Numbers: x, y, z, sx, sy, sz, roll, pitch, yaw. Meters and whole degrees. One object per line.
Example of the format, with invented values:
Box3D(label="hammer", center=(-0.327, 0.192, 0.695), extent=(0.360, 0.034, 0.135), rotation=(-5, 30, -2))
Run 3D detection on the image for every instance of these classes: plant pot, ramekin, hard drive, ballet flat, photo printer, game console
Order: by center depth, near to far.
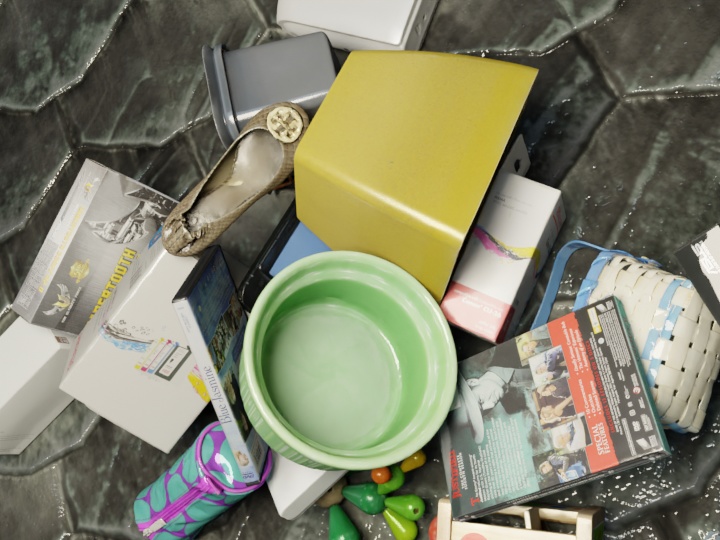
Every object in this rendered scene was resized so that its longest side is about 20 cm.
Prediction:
Box3D(label="ramekin", center=(-0.019, 0.092, 0.762), extent=(0.199, 0.098, 0.201), rotation=(7, 67, -16))
Box3D(label="plant pot", center=(0.042, -0.101, 0.806), extent=(0.176, 0.200, 0.200), rotation=(24, 68, 7))
Box3D(label="ballet flat", center=(-0.124, -0.092, 0.814), extent=(0.067, 0.046, 0.200), rotation=(44, 84, -2))
Box3D(label="game console", center=(0.000, 0.000, 0.867), extent=(0.116, 0.176, 0.200), rotation=(0, 53, 51))
Box3D(label="hard drive", center=(-0.067, 0.152, 0.892), extent=(0.132, 0.026, 0.200), rotation=(-44, 41, 8))
Box3D(label="photo printer", center=(-0.002, -0.351, 0.996), extent=(0.199, 0.069, 0.167), rotation=(20, 87, 24))

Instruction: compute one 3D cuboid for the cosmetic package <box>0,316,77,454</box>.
Box3D(label="cosmetic package", center=(-0.426, 0.142, 1.037), extent=(0.200, 0.113, 0.081), rotation=(-45, 67, 6))

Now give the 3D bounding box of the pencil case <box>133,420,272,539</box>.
Box3D(label="pencil case", center=(-0.175, 0.237, 0.886), extent=(0.085, 0.092, 0.200), rotation=(46, 132, 2))

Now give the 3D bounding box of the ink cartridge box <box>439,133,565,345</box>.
Box3D(label="ink cartridge box", center=(0.156, -0.026, 0.837), extent=(0.067, 0.116, 0.201), rotation=(23, 88, 18))

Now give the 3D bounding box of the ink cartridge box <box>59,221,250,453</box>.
Box3D(label="ink cartridge box", center=(-0.216, 0.068, 0.922), extent=(0.145, 0.147, 0.200), rotation=(37, 95, -19))

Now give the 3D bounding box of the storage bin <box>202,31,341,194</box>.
Box3D(label="storage bin", center=(-0.076, -0.176, 0.928), extent=(0.134, 0.200, 0.146), rotation=(-15, 74, 8))

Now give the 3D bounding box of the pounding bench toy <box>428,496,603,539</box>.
Box3D(label="pounding bench toy", center=(0.143, 0.320, 0.766), extent=(0.155, 0.124, 0.201), rotation=(0, 79, 21))

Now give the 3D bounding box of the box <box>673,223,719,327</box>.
Box3D(label="box", center=(0.360, 0.041, 0.698), extent=(0.044, 0.200, 0.161), rotation=(-39, 67, 32))

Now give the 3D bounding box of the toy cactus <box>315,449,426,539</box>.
Box3D(label="toy cactus", center=(-0.011, 0.244, 0.870), extent=(0.165, 0.102, 0.201), rotation=(7, 90, 32))

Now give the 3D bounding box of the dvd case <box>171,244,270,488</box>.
Box3D(label="dvd case", center=(-0.126, 0.088, 0.797), extent=(0.017, 0.143, 0.201), rotation=(-15, 110, 8))

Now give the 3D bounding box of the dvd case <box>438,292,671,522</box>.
Box3D(label="dvd case", center=(0.155, 0.123, 0.718), extent=(0.200, 0.022, 0.146), rotation=(-28, 51, 27))

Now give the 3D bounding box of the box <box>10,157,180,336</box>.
Box3D(label="box", center=(-0.306, -0.015, 0.994), extent=(0.048, 0.158, 0.201), rotation=(26, 88, 35))

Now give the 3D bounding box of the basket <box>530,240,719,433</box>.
Box3D(label="basket", center=(0.242, 0.068, 0.785), extent=(0.200, 0.139, 0.177), rotation=(20, 88, 52))
